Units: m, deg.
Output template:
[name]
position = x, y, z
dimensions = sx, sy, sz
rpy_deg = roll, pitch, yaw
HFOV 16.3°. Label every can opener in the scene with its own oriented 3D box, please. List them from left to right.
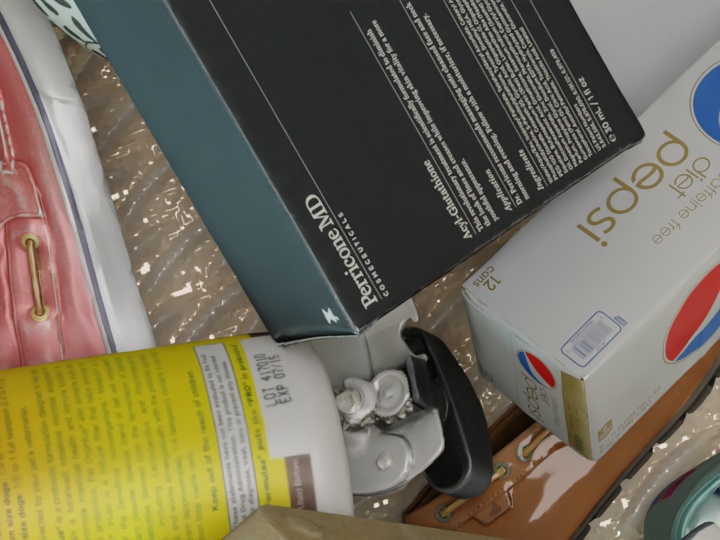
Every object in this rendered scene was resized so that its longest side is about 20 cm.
[can opener]
position = 0.000, 0.000, 1.000
dimensions = 0.053, 0.066, 0.200
rpy_deg = -25, 64, 26

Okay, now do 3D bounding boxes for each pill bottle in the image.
[pill bottle]
position = -0.108, 0.088, 0.929
dimensions = 0.200, 0.109, 0.109
rpy_deg = -8, 85, -11

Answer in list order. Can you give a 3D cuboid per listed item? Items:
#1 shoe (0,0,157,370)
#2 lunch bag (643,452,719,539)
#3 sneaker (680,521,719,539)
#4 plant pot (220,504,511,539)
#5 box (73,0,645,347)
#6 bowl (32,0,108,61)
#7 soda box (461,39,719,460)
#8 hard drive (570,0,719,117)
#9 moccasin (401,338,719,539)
[shoe]
position = -0.144, -0.013, 1.000
dimensions = 0.091, 0.071, 0.200
rpy_deg = -17, 90, -10
[lunch bag]
position = 0.218, 0.140, 1.007
dimensions = 0.160, 0.077, 0.200
rpy_deg = -27, 86, -6
[sneaker]
position = 0.143, 0.201, 0.938
dimensions = 0.146, 0.077, 0.203
rpy_deg = 32, 126, 24
[plant pot]
position = 0.012, 0.195, 0.867
dimensions = 0.200, 0.200, 0.177
rpy_deg = 14, 109, -39
[box]
position = -0.013, -0.094, 0.898
dimensions = 0.141, 0.079, 0.200
rpy_deg = -34, 99, -26
[bowl]
position = -0.078, -0.150, 0.994
dimensions = 0.200, 0.094, 0.201
rpy_deg = 13, 68, -33
[soda box]
position = 0.130, -0.024, 0.959
dimensions = 0.200, 0.068, 0.064
rpy_deg = -42, 61, -17
[hard drive]
position = 0.103, -0.139, 1.000
dimensions = 0.200, 0.025, 0.132
rpy_deg = 32, 99, -24
[moccasin]
position = 0.094, 0.037, 1.017
dimensions = 0.078, 0.074, 0.201
rpy_deg = 40, 92, -7
